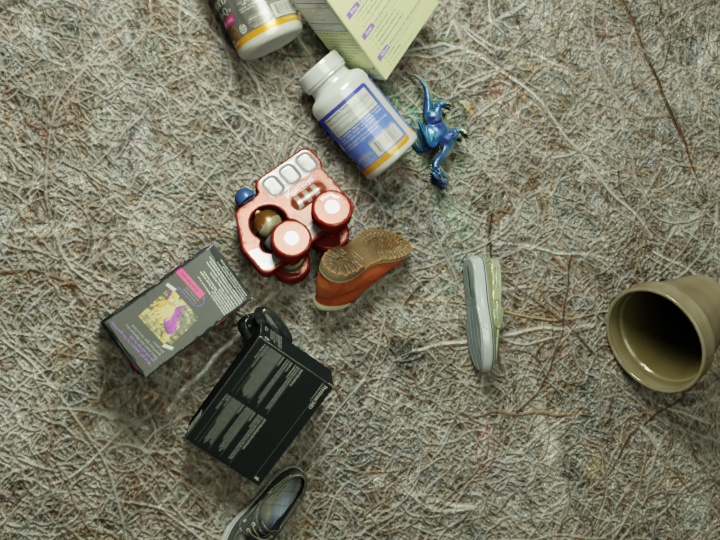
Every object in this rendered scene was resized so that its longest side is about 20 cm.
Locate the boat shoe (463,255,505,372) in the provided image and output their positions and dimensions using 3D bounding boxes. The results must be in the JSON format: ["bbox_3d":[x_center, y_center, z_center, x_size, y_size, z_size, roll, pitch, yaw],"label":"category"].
[{"bbox_3d":[0.220,0.073,1.628,0.061,0.072,0.202,-2,84,-15],"label":"boat shoe"}]

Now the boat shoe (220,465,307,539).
[{"bbox_3d":[-0.150,0.396,1.487,0.070,0.066,0.200,45,74,-10],"label":"boat shoe"}]

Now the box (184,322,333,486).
[{"bbox_3d":[-0.155,0.206,1.461,0.141,0.079,0.200,36,98,-10],"label":"box"}]

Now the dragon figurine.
[{"bbox_3d":[0.118,-0.240,1.624,0.099,0.059,0.201,-33,98,-18],"label":"dragon figurine"}]

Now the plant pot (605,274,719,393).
[{"bbox_3d":[0.571,0.091,1.693,0.173,0.200,0.201,-27,94,-33],"label":"plant pot"}]

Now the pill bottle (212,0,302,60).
[{"bbox_3d":[-0.183,-0.450,1.513,0.116,0.116,0.201,-28,94,-18],"label":"pill bottle"}]

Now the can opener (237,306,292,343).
[{"bbox_3d":[-0.127,0.149,1.517,0.063,0.078,0.201,-37,107,-25],"label":"can opener"}]

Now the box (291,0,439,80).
[{"bbox_3d":[0.005,-0.444,1.539,0.177,0.096,0.200,-57,132,-15],"label":"box"}]

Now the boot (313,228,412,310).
[{"bbox_3d":[0.000,0.000,1.567,0.199,0.108,0.075,-22,54,-40],"label":"boot"}]

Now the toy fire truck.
[{"bbox_3d":[-0.114,-0.088,1.525,0.200,0.112,0.168,-37,73,-17],"label":"toy fire truck"}]

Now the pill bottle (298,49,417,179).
[{"bbox_3d":[-0.009,-0.259,1.558,0.112,0.112,0.200,-44,98,-16],"label":"pill bottle"}]

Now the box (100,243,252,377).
[{"bbox_3d":[-0.281,0.061,1.440,0.199,0.122,0.106,-37,98,-16],"label":"box"}]
